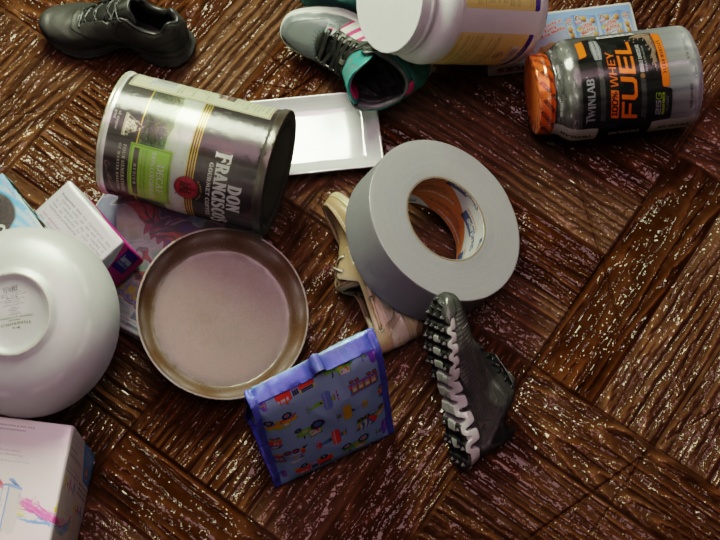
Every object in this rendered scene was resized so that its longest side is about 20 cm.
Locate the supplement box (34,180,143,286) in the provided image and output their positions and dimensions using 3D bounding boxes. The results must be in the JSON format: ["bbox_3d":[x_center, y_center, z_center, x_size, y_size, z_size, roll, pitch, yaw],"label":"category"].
[{"bbox_3d":[-0.358,0.011,1.556,0.200,0.101,0.103,-44,78,-4],"label":"supplement box"}]

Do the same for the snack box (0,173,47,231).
[{"bbox_3d":[-0.370,0.010,1.486,0.116,0.037,0.201,-39,80,-3],"label":"snack box"}]

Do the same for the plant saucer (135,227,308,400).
[{"bbox_3d":[-0.159,0.051,1.581,0.197,0.032,0.203,4,73,-13],"label":"plant saucer"}]

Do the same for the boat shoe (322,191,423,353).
[{"bbox_3d":[0.000,0.000,1.599,0.064,0.071,0.201,-26,70,-12],"label":"boat shoe"}]

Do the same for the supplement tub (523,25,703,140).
[{"bbox_3d":[0.303,-0.224,1.667,0.197,0.123,0.124,-8,67,-3],"label":"supplement tub"}]

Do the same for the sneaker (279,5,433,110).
[{"bbox_3d":[-0.014,-0.255,1.682,0.198,0.084,0.121,16,31,4],"label":"sneaker"}]

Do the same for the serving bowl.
[{"bbox_3d":[-0.352,0.049,1.426,0.197,0.066,0.203,-1,80,4],"label":"serving bowl"}]

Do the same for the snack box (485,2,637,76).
[{"bbox_3d":[0.253,-0.294,1.749,0.197,0.024,0.073,-7,66,-3],"label":"snack box"}]

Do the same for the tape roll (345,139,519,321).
[{"bbox_3d":[0.083,-0.046,1.577,0.198,0.066,0.203,14,60,-25],"label":"tape roll"}]

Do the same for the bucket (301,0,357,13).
[{"bbox_3d":[-0.006,-0.421,1.744,0.204,0.135,0.210,0,68,0],"label":"bucket"}]

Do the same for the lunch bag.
[{"bbox_3d":[-0.046,0.137,1.470,0.149,0.200,0.095,-24,69,-10],"label":"lunch bag"}]

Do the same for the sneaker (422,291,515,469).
[{"bbox_3d":[0.126,0.113,1.521,0.090,0.066,0.203,-17,106,-21],"label":"sneaker"}]

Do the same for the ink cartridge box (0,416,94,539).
[{"bbox_3d":[-0.368,0.270,1.454,0.123,0.129,0.203,6,68,3],"label":"ink cartridge box"}]

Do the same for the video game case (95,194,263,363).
[{"bbox_3d":[-0.244,-0.010,1.630,0.198,0.023,0.183,26,69,11],"label":"video game case"}]

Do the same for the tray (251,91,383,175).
[{"bbox_3d":[-0.074,-0.163,1.696,0.197,0.022,0.109,-6,68,-2],"label":"tray"}]

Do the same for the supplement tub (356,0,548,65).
[{"bbox_3d":[0.109,-0.317,1.633,0.198,0.145,0.147,-5,62,-38],"label":"supplement tub"}]

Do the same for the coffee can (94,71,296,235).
[{"bbox_3d":[-0.188,-0.136,1.595,0.197,0.147,0.148,14,67,6],"label":"coffee can"}]

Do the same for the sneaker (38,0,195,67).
[{"bbox_3d":[-0.307,-0.313,1.723,0.197,0.091,0.077,4,69,3],"label":"sneaker"}]
